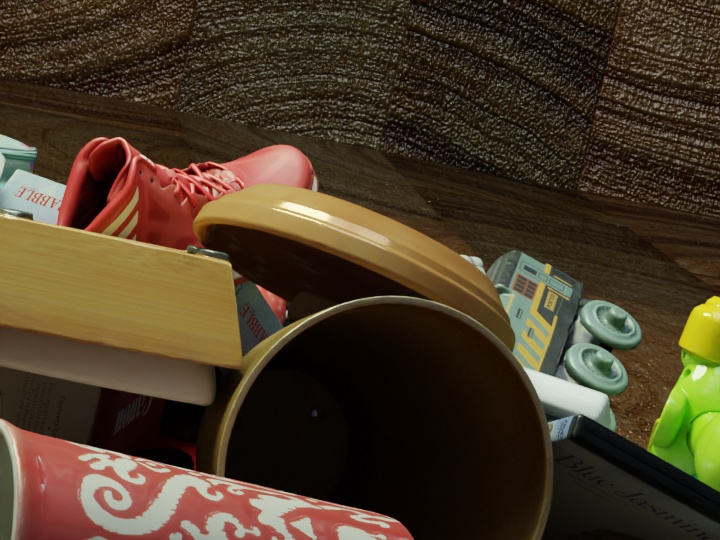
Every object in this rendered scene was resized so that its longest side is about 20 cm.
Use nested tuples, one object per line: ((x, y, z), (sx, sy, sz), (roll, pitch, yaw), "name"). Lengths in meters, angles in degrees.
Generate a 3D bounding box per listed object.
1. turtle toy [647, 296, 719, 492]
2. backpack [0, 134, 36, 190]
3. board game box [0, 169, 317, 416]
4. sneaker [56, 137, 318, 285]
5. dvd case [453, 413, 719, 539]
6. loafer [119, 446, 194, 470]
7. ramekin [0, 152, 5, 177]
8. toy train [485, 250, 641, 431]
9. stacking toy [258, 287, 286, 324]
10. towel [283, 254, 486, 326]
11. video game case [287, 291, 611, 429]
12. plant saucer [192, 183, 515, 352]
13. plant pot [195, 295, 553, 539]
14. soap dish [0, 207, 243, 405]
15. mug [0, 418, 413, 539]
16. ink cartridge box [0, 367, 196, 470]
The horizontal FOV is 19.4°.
((0.223, 0.100, 1.260), (0.101, 0.146, 0.200), (22, 8, 12), "turtle toy")
((-0.324, -0.039, 1.640), (0.200, 0.154, 0.176), (23, 8, 21), "backpack")
((-0.139, 0.027, 1.479), (0.200, 0.041, 0.200), (19, -26, 34), "board game box")
((-0.105, -0.046, 1.304), (0.078, 0.116, 0.200), (23, 50, 32), "sneaker")
((0.128, 0.135, 1.214), (0.143, 0.018, 0.200), (30, -24, -18), "dvd case")
((-0.143, 0.129, 1.129), (0.070, 0.068, 0.201), (16, 11, 12), "loafer")
((-0.313, -0.020, 1.413), (0.105, 0.200, 0.200), (19, 8, -12), "ramekin")
((0.115, 0.068, 1.402), (0.114, 0.085, 0.200), (29, 35, -1), "toy train")
((-0.125, 0.022, 1.592), (0.085, 0.086, 0.200), (5, 6, -36), "stacking toy")
((-0.015, 0.038, 1.634), (0.165, 0.086, 0.200), (7, -14, -33), "towel")
((0.060, 0.096, 1.281), (0.200, 0.023, 0.182), (18, -29, 20), "video game case")
((0.000, 0.000, 1.222), (0.200, 0.038, 0.200), (23, -12, 5), "plant saucer")
((-0.018, 0.104, 1.179), (0.186, 0.187, 0.200), (9, -2, -20), "plant pot")
((-0.145, 0.017, 1.161), (0.157, 0.081, 0.200), (11, 0, -8), "soap dish")
((-0.082, 0.168, 0.932), (0.200, 0.178, 0.133), (12, -28, -26), "mug")
((-0.183, 0.077, 1.333), (0.175, 0.084, 0.200), (15, 10, 6), "ink cartridge box")
